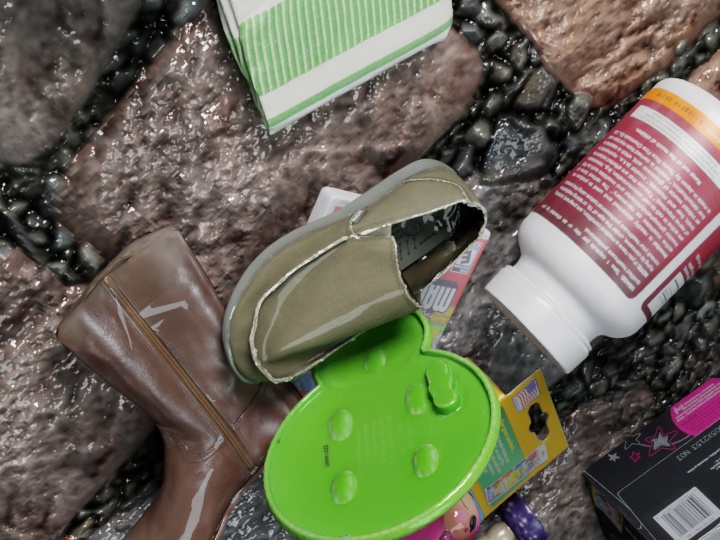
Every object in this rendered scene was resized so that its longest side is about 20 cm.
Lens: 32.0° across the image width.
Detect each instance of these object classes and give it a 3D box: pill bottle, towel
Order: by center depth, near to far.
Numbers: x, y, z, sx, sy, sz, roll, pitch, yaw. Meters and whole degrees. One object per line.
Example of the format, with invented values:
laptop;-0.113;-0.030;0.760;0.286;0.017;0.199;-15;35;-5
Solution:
towel;-0.023;-0.193;0.713;0.152;0.023;0.201;-30;129;-14
pill bottle;0.186;-0.028;0.887;0.200;0.113;0.113;-45;132;0

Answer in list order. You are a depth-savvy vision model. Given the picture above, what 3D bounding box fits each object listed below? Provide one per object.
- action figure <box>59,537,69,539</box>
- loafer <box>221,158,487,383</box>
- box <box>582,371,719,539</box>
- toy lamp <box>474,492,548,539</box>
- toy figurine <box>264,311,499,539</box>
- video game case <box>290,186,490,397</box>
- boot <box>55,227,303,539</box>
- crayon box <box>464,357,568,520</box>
action figure;-0.152;0.263;0.890;0.200;0.099;0.065;42;74;-18
loafer;0.000;0.000;0.782;0.200;0.069;0.076;-40;123;-18
box;0.320;0.191;1.097;0.199;0.132;0.115;-34;129;-9
toy lamp;0.060;0.259;1.031;0.199;0.058;0.058;-38;132;-9
toy figurine;0.041;0.152;0.814;0.149;0.201;0.185;-20;125;9
video game case;-0.005;0.046;0.878;0.142;0.017;0.201;10;113;-37
boot;-0.139;0.091;0.785;0.186;0.064;0.200;-44;128;-11
crayon box;0.058;0.153;0.948;0.199;0.052;0.126;-38;141;-9
